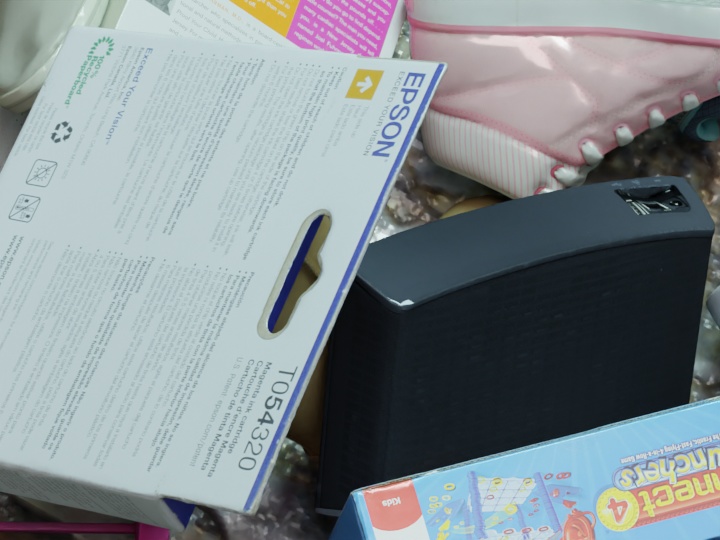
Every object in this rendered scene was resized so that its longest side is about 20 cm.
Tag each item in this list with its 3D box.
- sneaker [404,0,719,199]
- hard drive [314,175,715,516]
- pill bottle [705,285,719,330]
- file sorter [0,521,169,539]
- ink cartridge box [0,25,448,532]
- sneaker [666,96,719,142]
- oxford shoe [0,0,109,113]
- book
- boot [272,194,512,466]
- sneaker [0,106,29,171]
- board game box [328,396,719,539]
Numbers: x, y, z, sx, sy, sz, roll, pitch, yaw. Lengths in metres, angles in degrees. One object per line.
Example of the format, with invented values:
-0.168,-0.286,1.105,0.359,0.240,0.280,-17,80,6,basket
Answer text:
0.119,-0.081,1.335,0.199,0.075,0.105,3,105,9,sneaker
0.072,0.036,1.269,0.199,0.135,0.042,-13,30,-37,hard drive
0.236,0.081,1.310,0.110,0.111,0.200,-26,75,-15,pill bottle
-0.144,0.094,1.248,0.125,0.139,0.201,2,70,-4,file sorter
-0.073,0.002,1.140,0.199,0.043,0.197,10,66,36,ink cartridge box
0.151,-0.111,1.388,0.199,0.078,0.087,9,73,-3,sneaker
-0.146,-0.155,1.308,0.058,0.075,0.201,35,44,-36,oxford shoe
-0.039,-0.135,1.322,0.133,0.048,0.201,32,60,-22,book
0.000,0.000,1.263,0.066,0.200,0.176,10,66,33,boot
-0.172,-0.120,1.366,0.088,0.075,0.201,11,65,-24,sneaker
0.084,0.119,1.233,0.195,0.200,0.056,-14,74,-11,board game box
